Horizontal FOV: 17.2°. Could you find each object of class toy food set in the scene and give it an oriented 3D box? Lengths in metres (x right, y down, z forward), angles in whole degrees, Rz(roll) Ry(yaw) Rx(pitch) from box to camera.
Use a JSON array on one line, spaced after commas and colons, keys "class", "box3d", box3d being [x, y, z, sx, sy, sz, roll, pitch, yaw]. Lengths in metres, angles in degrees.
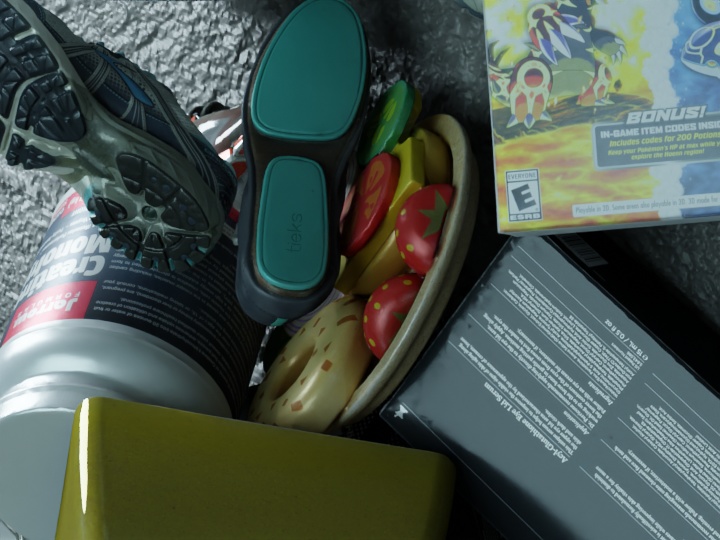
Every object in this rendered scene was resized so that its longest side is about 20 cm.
[{"class": "toy food set", "box3d": [0.000, 0.000, 1.308, 0.200, 0.049, 0.198, -55, 20, 30]}]

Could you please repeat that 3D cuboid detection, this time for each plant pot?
[{"class": "plant pot", "box3d": [-0.065, 0.208, 1.193, 0.200, 0.177, 0.200, 10, 121, -6]}]

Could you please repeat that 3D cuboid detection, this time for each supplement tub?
[{"class": "supplement tub", "box3d": [-0.130, 0.048, 1.331, 0.140, 0.200, 0.141, 7, 134, 8]}]

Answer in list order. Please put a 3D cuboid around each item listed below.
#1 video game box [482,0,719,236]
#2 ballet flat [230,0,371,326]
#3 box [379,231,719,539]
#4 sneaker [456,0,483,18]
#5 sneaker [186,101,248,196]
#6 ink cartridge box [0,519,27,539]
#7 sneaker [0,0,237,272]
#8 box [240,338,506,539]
[{"class": "video game box", "box3d": [0.160, -0.115, 1.162, 0.200, 0.047, 0.183, -5, 87, 15]}, {"class": "ballet flat", "box3d": [-0.036, -0.056, 1.299, 0.073, 0.073, 0.200, -23, 49, 40]}, {"class": "box", "box3d": [0.131, 0.086, 1.230, 0.200, 0.079, 0.141, 44, 111, 19]}, {"class": "sneaker", "box3d": [0.095, -0.165, 1.251, 0.086, 0.078, 0.200, -46, 75, 23]}, {"class": "sneaker", "box3d": [-0.080, -0.076, 1.413, 0.200, 0.077, 0.082, -43, 58, 32]}, {"class": "ink cartridge box", "box3d": [-0.197, 0.146, 1.459, 0.128, 0.200, 0.125, -4, 94, 41]}, {"class": "sneaker", "box3d": [-0.149, -0.087, 1.290, 0.200, 0.086, 0.078, 46, 122, -7]}, {"class": "box", "box3d": [0.006, 0.152, 1.390, 0.193, 0.047, 0.200, -15, 87, 42]}]
